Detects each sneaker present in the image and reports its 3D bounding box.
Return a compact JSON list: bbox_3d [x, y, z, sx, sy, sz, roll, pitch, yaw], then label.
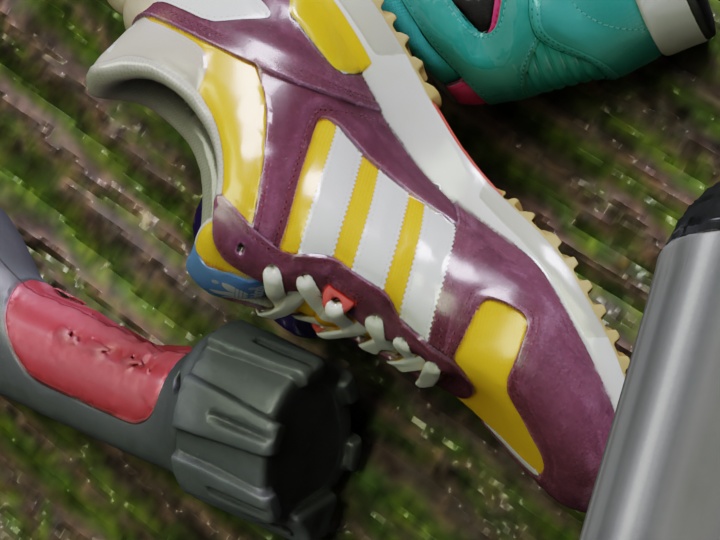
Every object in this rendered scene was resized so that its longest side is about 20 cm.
[{"bbox_3d":[0.000,0.000,0.869,0.090,0.075,0.200,-31,75,-18],"label":"sneaker"},{"bbox_3d":[0.023,-0.133,0.935,0.120,0.084,0.201,-25,63,10],"label":"sneaker"}]

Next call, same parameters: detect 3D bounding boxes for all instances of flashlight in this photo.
[{"bbox_3d":[-0.090,0.020,0.955,0.199,0.068,0.068,20,81,35],"label":"flashlight"}]

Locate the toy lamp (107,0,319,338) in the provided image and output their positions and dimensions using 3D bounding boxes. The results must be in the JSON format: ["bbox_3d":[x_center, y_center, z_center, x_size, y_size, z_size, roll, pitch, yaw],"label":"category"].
[{"bbox_3d":[-0.054,-0.060,0.967,0.058,0.058,0.200,-42,56,11],"label":"toy lamp"}]

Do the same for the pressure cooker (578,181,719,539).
[{"bbox_3d":[0.132,0.092,0.731,0.175,0.179,0.201,10,78,30],"label":"pressure cooker"}]
